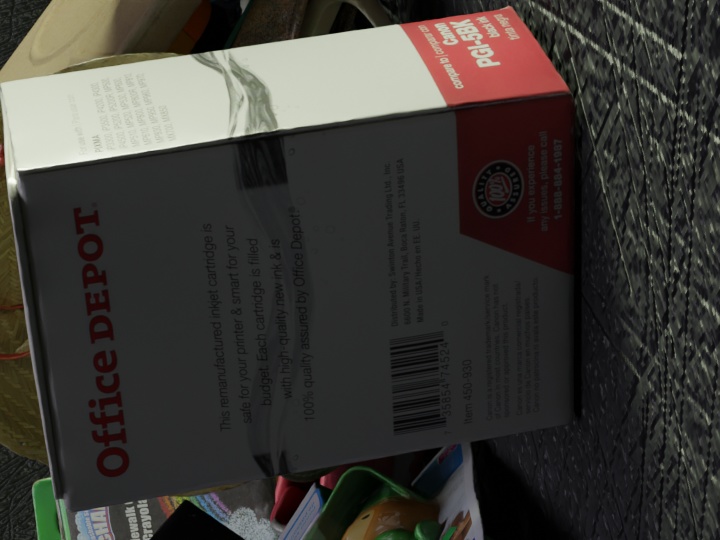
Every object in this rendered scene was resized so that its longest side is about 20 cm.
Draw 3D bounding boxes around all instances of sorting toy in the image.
[{"bbox_3d":[-0.087,-0.146,1.023,0.036,0.185,0.200,39,166,-21],"label":"sorting toy"}]

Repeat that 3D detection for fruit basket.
[{"bbox_3d":[-0.006,0.164,0.965,0.186,0.094,0.200,-58,1,10],"label":"fruit basket"}]

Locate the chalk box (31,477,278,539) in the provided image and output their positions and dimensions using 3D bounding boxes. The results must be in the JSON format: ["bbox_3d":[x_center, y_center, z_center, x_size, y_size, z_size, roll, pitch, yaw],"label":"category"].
[{"bbox_3d":[-0.116,0.155,1.420,0.124,0.199,0.126,-12,-86,-67],"label":"chalk box"}]

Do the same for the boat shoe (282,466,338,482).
[{"bbox_3d":[0.006,0.038,0.965,0.200,0.072,0.065,-59,46,40],"label":"boat shoe"}]

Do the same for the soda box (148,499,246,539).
[{"bbox_3d":[-0.032,0.205,1.121,0.200,0.071,0.063,32,149,18],"label":"soda box"}]

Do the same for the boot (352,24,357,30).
[{"bbox_3d":[-0.042,-0.206,1.130,0.165,0.065,0.201,86,177,-81],"label":"boot"}]

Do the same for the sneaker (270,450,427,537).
[{"bbox_3d":[-0.012,0.136,1.147,0.074,0.087,0.201,16,118,49],"label":"sneaker"}]

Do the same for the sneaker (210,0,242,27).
[{"bbox_3d":[-0.103,-0.154,1.184,0.095,0.079,0.200,-3,136,45],"label":"sneaker"}]

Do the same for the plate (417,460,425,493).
[{"bbox_3d":[0.006,0.148,1.288,0.200,0.032,0.200,-118,21,-61],"label":"plate"}]

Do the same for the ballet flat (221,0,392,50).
[{"bbox_3d":[-0.006,-0.134,0.963,0.067,0.068,0.201,38,127,21],"label":"ballet flat"}]

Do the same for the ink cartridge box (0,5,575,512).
[{"bbox_3d":[-0.026,-0.006,0.818,0.083,0.199,0.147,-113,18,-57],"label":"ink cartridge box"}]

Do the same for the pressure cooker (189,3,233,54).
[{"bbox_3d":[-0.094,-0.025,1.107,0.179,0.176,0.200,42,-151,-25],"label":"pressure cooker"}]

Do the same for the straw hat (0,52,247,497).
[{"bbox_3d":[-0.088,-0.007,0.946,0.085,0.200,0.202,-76,-21,-77],"label":"straw hat"}]

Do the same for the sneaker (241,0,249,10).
[{"bbox_3d":[-0.072,-0.138,1.340,0.200,0.080,0.077,-117,22,-59],"label":"sneaker"}]
